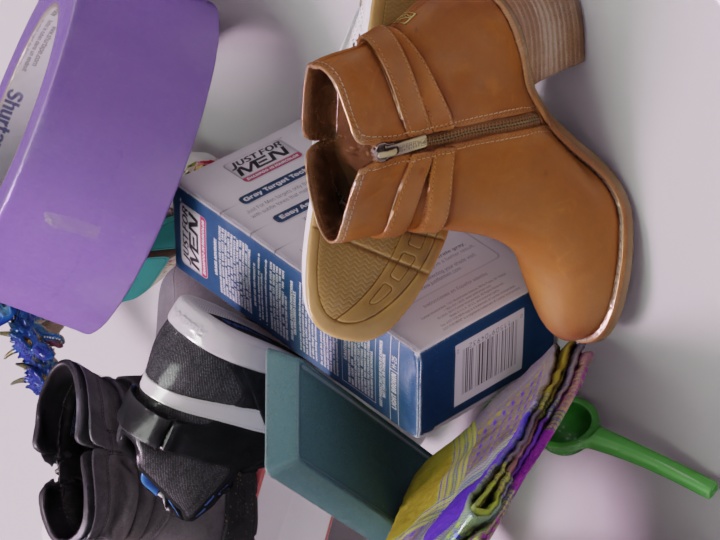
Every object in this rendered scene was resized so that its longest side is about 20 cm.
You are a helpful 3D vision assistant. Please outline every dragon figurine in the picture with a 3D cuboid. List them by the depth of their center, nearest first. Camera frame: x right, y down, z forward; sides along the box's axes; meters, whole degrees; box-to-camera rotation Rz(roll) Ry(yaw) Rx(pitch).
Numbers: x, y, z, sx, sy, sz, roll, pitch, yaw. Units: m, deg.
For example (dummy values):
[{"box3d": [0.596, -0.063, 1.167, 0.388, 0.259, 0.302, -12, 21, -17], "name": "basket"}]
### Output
[{"box3d": [-0.224, -0.002, 1.804, 0.200, 0.099, 0.059, 44, 140, 28], "name": "dragon figurine"}]

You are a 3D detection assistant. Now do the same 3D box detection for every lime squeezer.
[{"box3d": [0.100, 0.096, 1.484, 0.200, 0.038, 0.071, -11, 102, 54], "name": "lime squeezer"}]

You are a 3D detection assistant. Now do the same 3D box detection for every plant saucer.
[{"box3d": [0.007, 0.106, 1.493, 0.019, 0.200, 0.070, -14, 61, 25], "name": "plant saucer"}]

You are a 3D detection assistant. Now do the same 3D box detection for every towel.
[{"box3d": [0.042, 0.116, 1.393, 0.023, 0.200, 0.144, 44, 122, -3], "name": "towel"}]

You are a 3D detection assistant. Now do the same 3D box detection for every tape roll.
[{"box3d": [-0.156, -0.071, 1.581, 0.085, 0.200, 0.200, 21, 146, -15], "name": "tape roll"}]

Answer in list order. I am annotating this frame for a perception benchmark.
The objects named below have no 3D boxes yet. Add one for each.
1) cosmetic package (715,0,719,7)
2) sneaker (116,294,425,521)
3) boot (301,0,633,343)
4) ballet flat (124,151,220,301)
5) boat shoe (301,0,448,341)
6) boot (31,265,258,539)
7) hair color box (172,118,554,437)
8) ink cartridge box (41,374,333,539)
[{"box3d": [0.234, -0.180, 0.990, 0.123, 0.199, 0.200, 57, 145, 11], "name": "cosmetic package"}, {"box3d": [-0.058, 0.091, 1.540, 0.073, 0.200, 0.112, 39, 98, 44], "name": "sneaker"}, {"box3d": [0.047, -0.037, 1.369, 0.074, 0.155, 0.200, 7, 116, 51], "name": "boot"}, {"box3d": [-0.120, -0.036, 1.673, 0.200, 0.076, 0.064, -29, 66, 52], "name": "ballet flat"}, {"box3d": [0.010, -0.059, 1.436, 0.069, 0.071, 0.200, 165, 121, -70], "name": "boat shoe"}, {"box3d": [-0.122, 0.069, 1.606, 0.070, 0.132, 0.200, -31, 52, 36], "name": "boot"}, {"box3d": [0.000, 0.000, 1.504, 0.200, 0.100, 0.061, 35, 139, 37], "name": "hair color box"}, {"box3d": [-0.103, 0.135, 1.712, 0.200, 0.067, 0.117, 12, 84, 50], "name": "ink cartridge box"}]
